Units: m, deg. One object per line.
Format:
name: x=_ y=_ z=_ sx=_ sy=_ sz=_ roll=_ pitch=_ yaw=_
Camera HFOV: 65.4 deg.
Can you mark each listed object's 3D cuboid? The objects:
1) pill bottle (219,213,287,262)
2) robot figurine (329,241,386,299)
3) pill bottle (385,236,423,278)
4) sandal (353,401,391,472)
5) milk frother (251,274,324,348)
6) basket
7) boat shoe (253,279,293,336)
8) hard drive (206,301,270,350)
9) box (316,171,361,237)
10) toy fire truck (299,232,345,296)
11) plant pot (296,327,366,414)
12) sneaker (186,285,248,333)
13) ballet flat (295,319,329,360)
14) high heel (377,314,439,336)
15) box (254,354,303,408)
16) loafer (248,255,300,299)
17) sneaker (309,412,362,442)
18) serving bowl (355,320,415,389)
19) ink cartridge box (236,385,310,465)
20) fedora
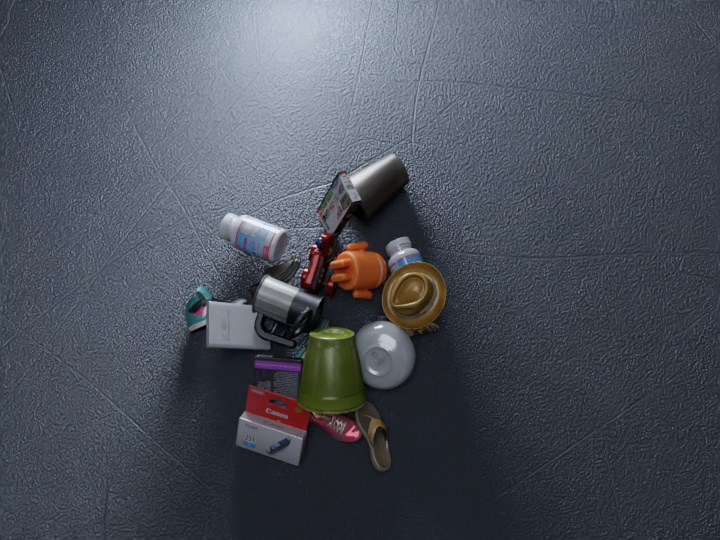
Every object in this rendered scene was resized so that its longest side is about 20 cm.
pill bottle: x=-0.339 y=-0.108 z=1.771 sx=0.196 sy=0.109 sz=0.111 roll=20 pitch=75 yaw=11
robot figurine: x=0.000 y=-0.002 z=1.690 sx=0.117 sy=0.197 sz=0.145 roll=-55 pitch=53 yaw=32
pill bottle: x=0.149 y=0.006 z=1.706 sx=0.107 sy=0.109 sz=0.203 roll=-20 pitch=72 yaw=-2
sandal: x=0.045 y=0.464 z=1.584 sx=0.079 sy=0.054 sz=0.204 roll=-9 pitch=72 yaw=-34
milk frother: x=-0.213 y=0.106 z=1.568 sx=0.185 sy=0.201 sz=0.183 roll=19 pitch=62 yaw=5
basket: x=0.046 y=-0.273 z=1.791 sx=0.198 sy=0.137 sz=0.180 roll=-36 pitch=47 yaw=-13
boat shoe: x=-0.243 y=0.125 z=1.728 sx=0.093 sy=0.074 sz=0.202 roll=42 pitch=60 yaw=-20
hard drive: x=-0.363 y=0.167 z=1.672 sx=0.197 sy=0.026 sz=0.135 roll=9 pitch=68 yaw=-37
box: x=-0.070 y=-0.201 z=1.745 sx=0.034 sy=0.200 sz=0.112 roll=-15 pitch=68 yaw=-32
toy fire truck: x=-0.118 y=-0.021 z=1.703 sx=0.110 sy=0.168 sz=0.204 roll=16 pitch=74 yaw=9
plant pot: x=-0.080 y=0.267 z=1.559 sx=0.195 sy=0.200 sz=0.198 roll=1 pitch=99 yaw=5
sneaker: x=-0.457 y=0.099 z=1.741 sx=0.197 sy=0.084 sz=0.123 roll=-25 pitch=82 yaw=-2
ballet flat: x=-0.142 y=0.242 z=1.685 sx=0.074 sy=0.074 sz=0.201 roll=36 pitch=80 yaw=14
high heel: x=0.136 y=0.214 z=1.680 sx=0.195 sy=0.071 sz=0.146 roll=6 pitch=94 yaw=-6
box: x=-0.240 y=0.352 z=1.629 sx=0.139 sy=0.036 sz=0.205 roll=4 pitch=94 yaw=8
loafer: x=-0.268 y=0.020 z=1.734 sx=0.200 sy=0.073 sz=0.072 roll=-43 pitch=105 yaw=-3
sneaker: x=-0.087 y=0.434 z=1.601 sx=0.197 sy=0.087 sz=0.075 roll=25 pitch=76 yaw=11
serving bowl: x=0.057 y=0.252 z=1.614 sx=0.195 sy=0.066 sz=0.205 roll=2 pitch=98 yaw=15
ink cartridge box: x=-0.247 y=0.440 z=1.589 sx=0.196 sy=0.045 sz=0.180 roll=15 pitch=108 yaw=9
fedora: x=0.144 y=0.066 z=1.590 sx=0.196 sy=0.082 sz=0.206 roll=-4 pitch=77 yaw=20
